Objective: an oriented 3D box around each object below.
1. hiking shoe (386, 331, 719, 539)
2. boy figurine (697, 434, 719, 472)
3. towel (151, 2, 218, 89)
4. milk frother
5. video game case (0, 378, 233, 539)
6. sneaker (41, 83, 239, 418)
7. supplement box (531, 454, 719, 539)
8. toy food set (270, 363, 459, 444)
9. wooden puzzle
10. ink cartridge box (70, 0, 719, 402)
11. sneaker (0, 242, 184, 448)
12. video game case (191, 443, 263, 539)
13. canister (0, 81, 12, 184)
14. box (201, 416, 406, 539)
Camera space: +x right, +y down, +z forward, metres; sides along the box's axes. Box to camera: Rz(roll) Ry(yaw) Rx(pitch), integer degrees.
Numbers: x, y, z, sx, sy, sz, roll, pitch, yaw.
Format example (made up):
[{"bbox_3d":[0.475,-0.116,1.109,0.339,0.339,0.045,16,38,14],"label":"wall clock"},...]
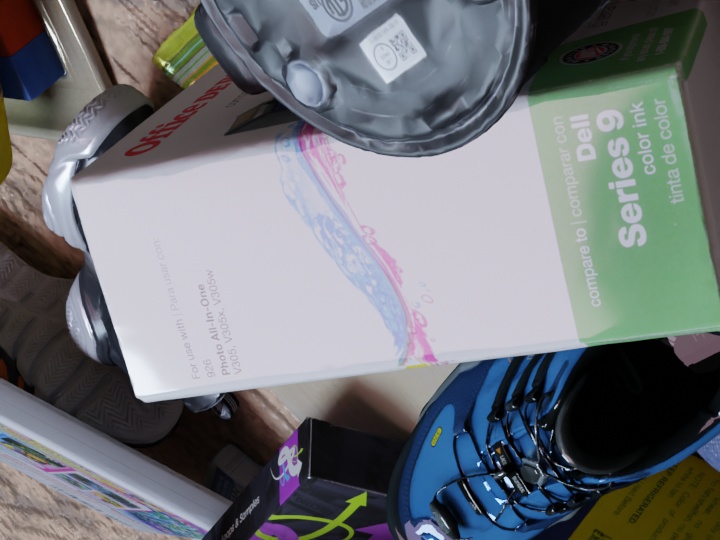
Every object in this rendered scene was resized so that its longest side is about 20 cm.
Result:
[{"bbox_3d":[0.072,0.051,0.594,0.200,0.087,0.075,-42,84,30],"label":"hiking shoe"},{"bbox_3d":[0.117,0.022,0.651,0.200,0.064,0.125,41,146,6],"label":"boy figurine"},{"bbox_3d":[-0.013,-0.041,0.761,0.200,0.018,0.086,50,144,-4],"label":"towel"},{"bbox_3d":[0.010,-0.163,0.484,0.180,0.188,0.201,-2,121,45],"label":"milk frother"},{"bbox_3d":[-0.178,0.102,0.956,0.199,0.024,0.182,32,162,-18],"label":"video game case"},{"bbox_3d":[-0.092,-0.002,0.834,0.113,0.075,0.201,33,147,19],"label":"sneaker"},{"bbox_3d":[0.166,0.174,0.697,0.199,0.109,0.110,26,139,27],"label":"supplement box"},{"bbox_3d":[0.000,0.000,0.740,0.200,0.061,0.143,49,139,-16],"label":"toy food set"},{"bbox_3d":[-0.226,-0.157,0.848,0.184,0.046,0.201,11,130,40],"label":"wooden puzzle"},{"bbox_3d":[0.025,-0.031,0.560,0.199,0.145,0.088,-10,108,21],"label":"ink cartridge box"},{"bbox_3d":[-0.182,0.055,0.986,0.199,0.078,0.112,34,152,20],"label":"sneaker"},{"bbox_3d":[-0.032,0.217,1.010,0.182,0.022,0.201,37,142,15],"label":"video game case"},{"bbox_3d":[-0.239,-0.130,0.780,0.148,0.087,0.201,30,145,19],"label":"canister"},{"bbox_3d":[-0.002,0.146,0.820,0.142,0.036,0.200,15,143,-20],"label":"box"}]
